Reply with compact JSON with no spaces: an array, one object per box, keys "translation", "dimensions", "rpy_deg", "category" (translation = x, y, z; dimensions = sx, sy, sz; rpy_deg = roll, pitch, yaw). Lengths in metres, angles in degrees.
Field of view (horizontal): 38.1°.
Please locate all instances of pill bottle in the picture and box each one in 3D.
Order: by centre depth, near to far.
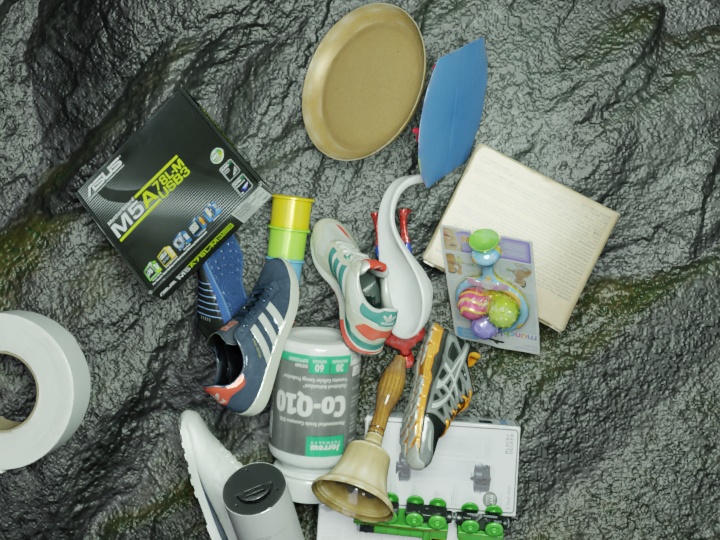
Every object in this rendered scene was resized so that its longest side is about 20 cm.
[{"translation":[-0.058,0.180,1.309],"dimensions":[0.111,0.113,0.203],"rpy_deg":[4,100,3],"category":"pill bottle"}]

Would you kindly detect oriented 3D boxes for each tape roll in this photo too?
[{"translation":[-0.458,0.155,1.360],"dimensions":[0.199,0.071,0.205],"rpy_deg":[0,91,3],"category":"tape roll"}]

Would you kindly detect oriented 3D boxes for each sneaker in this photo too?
[{"translation":[-0.135,0.068,1.251],"dimensions":[0.084,0.075,0.202],"rpy_deg":[28,62,-34],"category":"sneaker"},{"translation":[0.000,0.000,1.280],"dimensions":[0.070,0.094,0.201],"rpy_deg":[2,52,-31],"category":"sneaker"},{"translation":[0.100,0.156,1.285],"dimensions":[0.076,0.079,0.202],"rpy_deg":[21,54,-5],"category":"sneaker"},{"translation":[-0.186,0.032,1.342],"dimensions":[0.078,0.070,0.202],"rpy_deg":[-31,70,38],"category":"sneaker"},{"translation":[-0.178,0.269,1.351],"dimensions":[0.080,0.076,0.202],"rpy_deg":[-21,97,-5],"category":"sneaker"}]

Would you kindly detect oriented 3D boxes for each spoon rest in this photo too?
[{"translation":[0.051,-0.018,1.273],"dimensions":[0.060,0.099,0.203],"rpy_deg":[2,89,-31],"category":"spoon rest"}]

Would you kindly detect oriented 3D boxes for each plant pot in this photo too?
[{"translation":[0.008,-0.232,1.298],"dimensions":[0.198,0.027,0.203],"rpy_deg":[-11,73,38],"category":"plant pot"}]

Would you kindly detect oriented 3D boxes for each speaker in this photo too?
[{"translation":[-0.110,0.330,1.284],"dimensions":[0.080,0.082,0.202],"rpy_deg":[-10,129,3],"category":"speaker"}]

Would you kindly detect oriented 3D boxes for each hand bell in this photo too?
[{"translation":[0.021,0.192,1.272],"dimensions":[0.103,0.105,0.201],"rpy_deg":[21,57,3],"category":"hand bell"}]

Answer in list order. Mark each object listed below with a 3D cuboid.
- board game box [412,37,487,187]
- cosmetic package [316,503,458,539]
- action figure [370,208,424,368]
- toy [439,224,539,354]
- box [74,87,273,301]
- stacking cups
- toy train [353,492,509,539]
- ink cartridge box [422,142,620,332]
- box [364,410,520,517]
[{"translation":[0.098,-0.196,1.267],"dimensions":[0.039,0.200,0.160],"rpy_deg":[17,119,24],"category":"board game box"},{"translation":[0.043,0.344,1.343],"dimensions":[0.197,0.051,0.084],"rpy_deg":[5,88,3],"category":"cosmetic package"},{"translation":[0.050,0.025,1.337],"dimensions":[0.065,0.052,0.203],"rpy_deg":[-5,90,8],"category":"action figure"},{"translation":[0.153,0.038,1.256],"dimensions":[0.114,0.047,0.202],"rpy_deg":[11,136,23],"category":"toy"},{"translation":[-0.238,-0.098,1.320],"dimensions":[0.200,0.047,0.194],"rpy_deg":[-43,67,4],"category":"box"},{"translation":[-0.095,0.005,1.344],"dimensions":[0.060,0.061,0.203],"rpy_deg":[5,95,3],"category":"stacking cups"},{"translation":[0.084,0.311,1.290],"dimensions":[0.197,0.042,0.057],"rpy_deg":[6,125,2],"category":"toy train"},{"translation":[0.199,-0.042,1.313],"dimensions":[0.198,0.075,0.166],"rpy_deg":[27,94,2],"category":"ink cartridge box"},{"translation":[0.101,0.244,1.333],"dimensions":[0.197,0.060,0.118],"rpy_deg":[2,92,3],"category":"box"}]
